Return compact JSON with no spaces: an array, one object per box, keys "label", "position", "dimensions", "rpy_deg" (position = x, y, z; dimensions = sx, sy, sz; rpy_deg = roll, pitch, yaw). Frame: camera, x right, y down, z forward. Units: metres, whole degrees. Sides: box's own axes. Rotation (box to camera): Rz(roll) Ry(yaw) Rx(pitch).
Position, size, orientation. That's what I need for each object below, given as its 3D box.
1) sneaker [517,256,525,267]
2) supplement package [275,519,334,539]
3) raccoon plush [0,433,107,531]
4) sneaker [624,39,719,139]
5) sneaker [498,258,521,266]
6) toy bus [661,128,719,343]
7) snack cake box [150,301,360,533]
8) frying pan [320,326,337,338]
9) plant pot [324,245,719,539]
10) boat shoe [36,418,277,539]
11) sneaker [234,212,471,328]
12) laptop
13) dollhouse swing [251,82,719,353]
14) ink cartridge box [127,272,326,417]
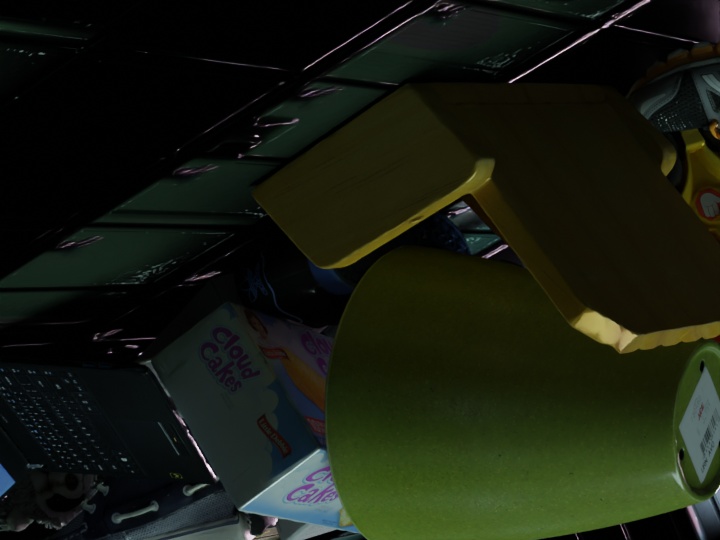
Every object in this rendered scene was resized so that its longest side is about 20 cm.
[{"label":"sneaker","position":[0.183,-0.012,1.596],"dimensions":[0.112,0.073,0.200],"rpy_deg":[-36,163,-1]},{"label":"supplement package","position":[-0.003,0.128,1.709],"dimensions":[0.121,0.120,0.200],"rpy_deg":[-14,165,-24]},{"label":"raccoon plush","position":[-0.211,0.158,1.578],"dimensions":[0.134,0.097,0.200],"rpy_deg":[-10,164,-15]},{"label":"sneaker","position":[0.252,-0.099,1.251],"dimensions":[0.200,0.077,0.078],"rpy_deg":[-7,175,24]},{"label":"sneaker","position":[0.036,0.056,1.591],"dimensions":[0.200,0.078,0.090],"rpy_deg":[-19,174,-3]},{"label":"toy bus","position":[0.214,-0.009,1.360],"dimensions":[0.200,0.192,0.136],"rpy_deg":[-20,165,-16]},{"label":"snack cake box","position":[-0.034,0.097,1.340],"dimensions":[0.067,0.115,0.200],"rpy_deg":[-38,156,14]},{"label":"frying pan","position":[-0.002,0.039,1.482],"dimensions":[0.190,0.031,0.115],"rpy_deg":[-33,175,7]},{"label":"plant pot","position":[0.113,0.081,1.250],"dimensions":[0.200,0.187,0.187],"rpy_deg":[2,-179,32]},{"label":"boat shoe","position":[-0.159,0.156,1.463],"dimensions":[0.200,0.093,0.075],"rpy_deg":[-15,-177,15]},{"label":"sneaker","position":[0.000,0.000,1.339],"dimensions":[0.078,0.070,0.200],"rpy_deg":[-19,166,29]},{"label":"laptop","position":[-0.212,0.132,1.318],"dimensions":[0.200,0.103,0.177],"rpy_deg":[3,154,12]},{"label":"dollhouse swing","position":[0.087,-0.007,1.195],"dimensions":[0.182,0.176,0.200],"rpy_deg":[-32,164,36]},{"label":"ink cartridge box","position":[-0.122,0.060,1.411],"dimensions":[0.176,0.045,0.200],"rpy_deg":[-15,165,-30]}]
